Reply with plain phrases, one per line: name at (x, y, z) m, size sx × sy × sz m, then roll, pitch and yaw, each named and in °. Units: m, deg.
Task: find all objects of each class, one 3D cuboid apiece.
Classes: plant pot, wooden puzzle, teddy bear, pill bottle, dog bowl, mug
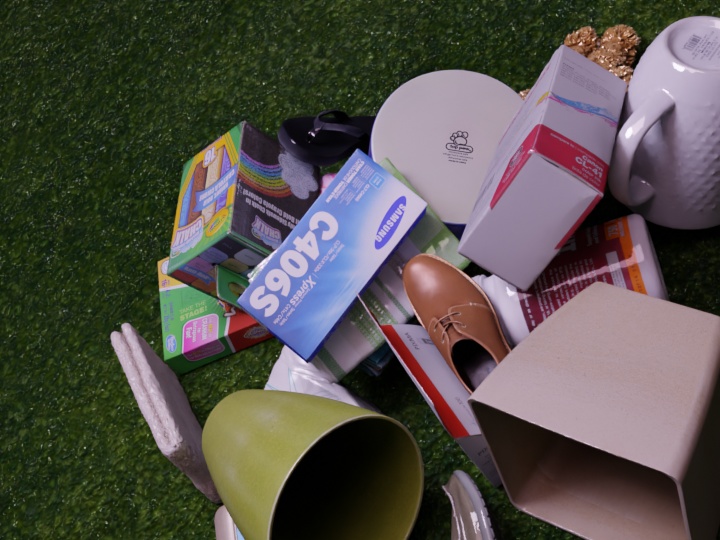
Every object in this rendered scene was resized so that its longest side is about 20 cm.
plant pot at (-0.069, 0.198, 1.127) m, size 0.199 × 0.187 × 0.188 m, roll 23°, pitch 72°, yaw 48°
wooden puzzle at (-0.062, 0.301, 1.169) m, size 0.198 × 0.037 × 0.187 m, roll -23°, pitch 53°, yaw 13°
teddy bear at (0.252, -0.209, 1.310) m, size 0.144 × 0.067 × 0.201 m, roll 27°, pitch 75°, yaw 40°
pill bottle at (0.207, 0.023, 1.156) m, size 0.197 × 0.113 × 0.114 m, roll -18°, pitch 53°, yaw 16°
dog bowl at (0.106, -0.121, 1.274) m, size 0.196 × 0.079 × 0.203 m, roll 1°, pitch 65°, yaw -2°
plant pot at (0.243, 0.131, 1.027) m, size 0.198 × 0.201 × 0.178 m, roll 18°, pitch 60°, yaw 35°
mug at (0.316, -0.142, 1.125) m, size 0.199 × 0.177 × 0.147 m, roll -35°, pitch 54°, yaw -25°

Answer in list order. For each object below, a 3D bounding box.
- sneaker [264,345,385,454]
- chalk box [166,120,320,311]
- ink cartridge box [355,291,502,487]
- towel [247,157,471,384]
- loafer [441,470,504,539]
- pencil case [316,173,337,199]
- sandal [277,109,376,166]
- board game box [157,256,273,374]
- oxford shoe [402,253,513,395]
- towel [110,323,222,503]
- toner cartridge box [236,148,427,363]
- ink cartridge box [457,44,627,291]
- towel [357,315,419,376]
sneaker at (-0.035, 0.158, 1.233) m, size 0.199 × 0.070 × 0.081 m, roll 33°, pitch 87°, yaw 44°
chalk box at (-0.134, -0.039, 1.292) m, size 0.123 × 0.124 × 0.203 m, roll -27°, pitch 46°, yaw 41°
ink cartridge box at (0.080, 0.108, 1.111) m, size 0.047 × 0.200 × 0.161 m, roll -35°, pitch 51°, yaw 0°
towel at (0.000, 0.000, 1.186) m, size 0.199 × 0.031 × 0.150 m, roll -40°, pitch 82°, yaw -5°
loafer at (0.106, 0.284, 1.067) m, size 0.069 × 0.075 × 0.202 m, roll -21°, pitch 53°, yaw 8°
pencil case at (-0.023, -0.013, 1.315) m, size 0.086 × 0.088 × 0.203 m, roll -14°, pitch 54°, yaw 19°
sandal at (-0.022, -0.170, 1.356) m, size 0.076 × 0.199 × 0.043 m, roll 45°, pitch 127°, yaw 26°
board game box at (-0.151, 0.021, 1.391) m, size 0.198 × 0.040 × 0.155 m, roll -23°, pitch 52°, yaw 13°
oxford shoe at (0.097, 0.055, 1.103) m, size 0.071 × 0.071 × 0.201 m, roll -43°, pitch 60°, yaw 13°
towel at (-0.218, 0.160, 1.278) m, size 0.034 × 0.133 × 0.201 m, roll -33°, pitch 50°, yaw -1°
toner cartridge box at (-0.028, -0.015, 1.153) m, size 0.095 × 0.043 × 0.201 m, roll 37°, pitch 83°, yaw 5°
ink cartridge box at (0.180, -0.102, 1.106) m, size 0.085 × 0.148 × 0.201 m, roll 30°, pitch 43°, yaw -2°
towel at (0.013, 0.005, 1.251) m, size 0.146 × 0.022 × 0.200 m, roll 34°, pitch 56°, yaw 9°
